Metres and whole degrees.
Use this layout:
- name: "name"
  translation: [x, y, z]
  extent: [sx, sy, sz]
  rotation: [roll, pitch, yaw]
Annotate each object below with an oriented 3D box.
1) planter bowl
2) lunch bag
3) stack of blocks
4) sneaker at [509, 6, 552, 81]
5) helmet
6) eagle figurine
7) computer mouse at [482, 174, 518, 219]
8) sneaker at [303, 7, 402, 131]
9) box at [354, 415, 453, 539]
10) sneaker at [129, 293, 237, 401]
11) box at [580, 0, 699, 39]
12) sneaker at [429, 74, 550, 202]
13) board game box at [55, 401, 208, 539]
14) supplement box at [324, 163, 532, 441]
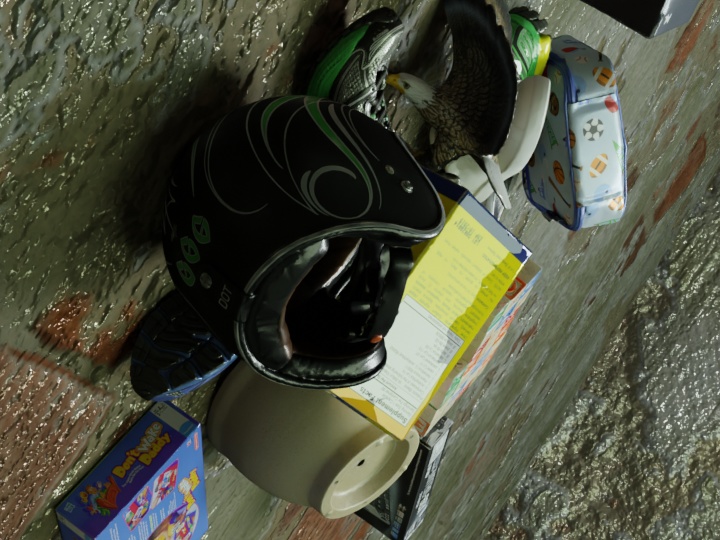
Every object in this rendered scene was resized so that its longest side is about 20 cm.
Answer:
- name: "planter bowl"
  translation: [-0.029, 0.149, 1.333]
  extent: [0.199, 0.135, 0.201]
  rotation: [-32, 151, -20]
- name: "lunch bag"
  translation: [0.219, -0.145, 1.501]
  extent: [0.075, 0.160, 0.202]
  rotation: [-13, 115, -16]
- name: "stack of blocks"
  translation: [0.100, 0.069, 1.417]
  extent: [0.115, 0.058, 0.201]
  rotation: [-43, 165, -36]
- name: "sneaker"
  translation: [0.136, -0.172, 1.443]
  extent: [0.085, 0.078, 0.201]
  rotation: [-35, 143, -35]
- name: "helmet"
  translation: [-0.043, -0.031, 0.997]
  extent: [0.198, 0.191, 0.201]
  rotation: [-14, 133, -15]
- name: "eagle figurine"
  translation: [0.093, -0.161, 1.251]
  extent: [0.150, 0.152, 0.201]
  rotation: [5, 123, -47]
- name: "computer mouse"
  translation: [0.119, -0.065, 1.552]
  extent: [0.044, 0.109, 0.202]
  rotation: [12, 99, -42]
- name: "sneaker"
  translation: [0.002, -0.117, 1.116]
  extent: [0.078, 0.085, 0.201]
  rotation: [-38, 153, -46]
- name: "box"
  translation: [0.012, 0.198, 1.561]
  extent: [0.050, 0.157, 0.201]
  rotation: [-43, 158, -37]
- name: "sneaker"
  translation: [-0.111, 0.047, 1.136]
  extent: [0.200, 0.075, 0.079]
  rotation: [-41, 159, -39]
- name: "box"
  translation: [0.220, -0.334, 1.178]
  extent: [0.117, 0.199, 0.198]
  rotation: [-28, 146, -57]
- name: "sneaker"
  translation: [0.117, -0.130, 1.371]
  extent: [0.200, 0.084, 0.073]
  rotation: [127, -25, -57]
- name: "board game box"
  translation: [-0.196, 0.219, 1.232]
  extent: [0.135, 0.045, 0.201]
  rotation: [-47, 159, -31]
- name: "supplement box"
  translation: [0.031, 0.021, 1.189]
  extent: [0.109, 0.109, 0.201]
  rotation: [39, 85, -41]
